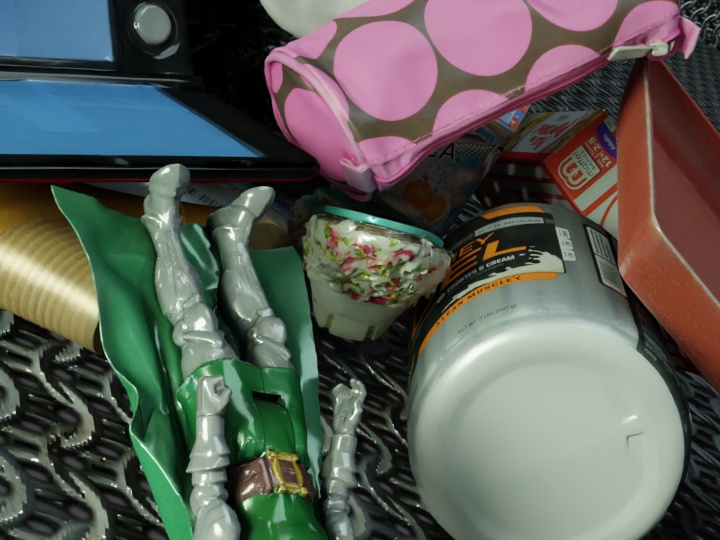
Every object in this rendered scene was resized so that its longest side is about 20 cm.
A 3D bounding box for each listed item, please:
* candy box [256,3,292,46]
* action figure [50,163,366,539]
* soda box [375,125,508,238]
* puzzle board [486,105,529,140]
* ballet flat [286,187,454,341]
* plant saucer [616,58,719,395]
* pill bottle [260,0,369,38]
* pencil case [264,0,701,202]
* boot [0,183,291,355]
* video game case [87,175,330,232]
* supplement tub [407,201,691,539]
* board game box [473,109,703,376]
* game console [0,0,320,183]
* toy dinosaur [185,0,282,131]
[{"bbox_3d":[-0.082,-0.247,0.955,0.055,0.116,0.200,-10,-53,51],"label":"candy box"},{"bbox_3d":[-0.038,0.057,0.564,0.118,0.055,0.201,10,52,-39],"label":"action figure"},{"bbox_3d":[0.023,-0.065,0.894,0.068,0.064,0.200,35,1,-7],"label":"soda box"},{"bbox_3d":[0.049,-0.161,0.925,0.150,0.017,0.200,33,35,0],"label":"puzzle board"},{"bbox_3d":[0.000,0.000,0.760,0.075,0.064,0.200,15,4,-6],"label":"ballet flat"},{"bbox_3d":[0.184,0.008,0.779,0.200,0.037,0.200,48,25,-19],"label":"plant saucer"},{"bbox_3d":[-0.028,-0.214,0.833,0.111,0.111,0.200,17,31,-34],"label":"pill bottle"},{"bbox_3d":[0.058,-0.102,0.755,0.094,0.199,0.091,56,-16,21],"label":"pencil case"},{"bbox_3d":[-0.124,-0.023,0.692,0.144,0.071,0.201,30,13,16],"label":"boot"},{"bbox_3d":[-0.119,-0.073,0.897,0.199,0.024,0.182,30,18,0],"label":"video game case"},{"bbox_3d":[0.082,0.043,0.753,0.122,0.123,0.200,28,18,-8],"label":"supplement tub"},{"bbox_3d":[0.136,-0.022,0.935,0.152,0.046,0.200,52,-7,-11],"label":"board game box"},{"bbox_3d":[-0.132,-0.111,0.649,0.199,0.174,0.118,-2,-7,-39],"label":"game console"},{"bbox_3d":[-0.109,-0.115,0.887,0.199,0.103,0.136,-1,15,-22],"label":"toy dinosaur"}]
